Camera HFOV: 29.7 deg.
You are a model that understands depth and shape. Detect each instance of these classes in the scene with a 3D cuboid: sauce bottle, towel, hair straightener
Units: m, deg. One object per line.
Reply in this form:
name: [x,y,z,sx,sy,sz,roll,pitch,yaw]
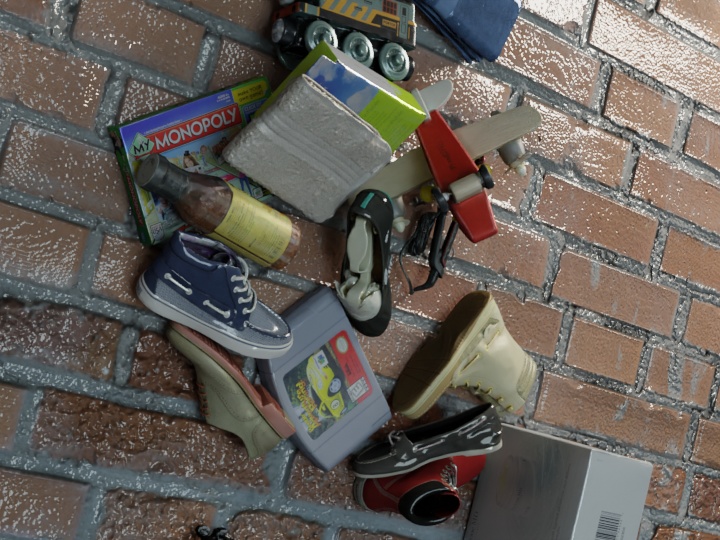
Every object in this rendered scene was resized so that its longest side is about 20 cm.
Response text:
sauce bottle: [-0.155,-0.067,1.491,0.199,0.066,0.067,32,76,-37]
towel: [-0.054,-0.131,1.529,0.132,0.035,0.200,-42,144,13]
hair straightener: [0.092,-0.067,1.735,0.076,0.041,0.202,22,87,-14]
towel: [0.116,-0.359,1.705,0.200,0.048,0.112,39,73,-32]

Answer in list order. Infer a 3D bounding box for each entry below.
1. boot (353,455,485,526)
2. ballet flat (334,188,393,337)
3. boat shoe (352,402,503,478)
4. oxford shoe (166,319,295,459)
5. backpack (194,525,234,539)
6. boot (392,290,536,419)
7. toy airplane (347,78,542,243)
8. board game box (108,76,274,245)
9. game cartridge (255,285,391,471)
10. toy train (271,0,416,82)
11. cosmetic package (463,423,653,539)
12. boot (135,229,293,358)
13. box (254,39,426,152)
boot: [0.111,0.270,1.710,0.199,0.144,0.073,-14,102,-35]
ballet flat: [0.000,0.000,1.623,0.068,0.067,0.202,-44,140,-55]
boat shoe: [0.082,0.210,1.705,0.198,0.067,0.058,-11,106,-10]
oxford shoe: [-0.160,0.138,1.544,0.074,0.071,0.200,-41,108,0]
backpack: [-0.144,0.417,1.519,0.153,0.199,0.192,-32,119,-24]
boot: [0.140,0.147,1.766,0.200,0.072,0.156,-52,122,-24]
toy airplane: [0.104,-0.130,1.663,0.201,0.198,0.141,-66,155,-22]
board game box: [-0.175,-0.126,1.528,0.199,0.029,0.136,-25,110,-32]
game cartridge: [-0.049,0.137,1.646,0.133,0.041,0.201,-36,115,-24]
toy train: [-0.018,-0.284,1.600,0.199,0.085,0.115,10,77,-35]
cosmetic package: [0.252,0.322,1.785,0.122,0.199,0.201,17,85,-34]
boot: [-0.143,0.028,1.510,0.199,0.073,0.090,23,124,-30]
box: [-0.028,-0.181,1.559,0.122,0.048,0.199,-45,142,18]
